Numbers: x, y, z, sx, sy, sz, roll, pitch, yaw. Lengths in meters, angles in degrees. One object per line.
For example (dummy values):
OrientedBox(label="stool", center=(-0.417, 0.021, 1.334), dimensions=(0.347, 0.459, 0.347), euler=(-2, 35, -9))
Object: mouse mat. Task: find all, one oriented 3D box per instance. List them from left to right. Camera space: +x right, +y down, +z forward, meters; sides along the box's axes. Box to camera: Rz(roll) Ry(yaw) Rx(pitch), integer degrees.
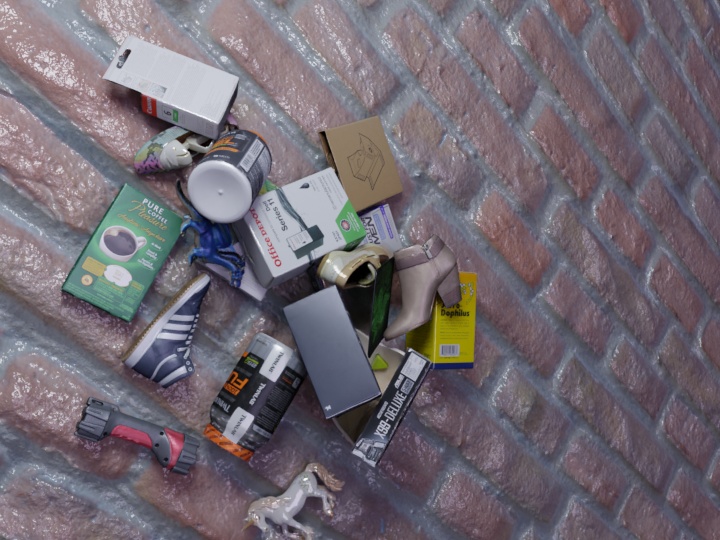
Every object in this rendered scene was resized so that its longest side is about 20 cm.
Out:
OrientedBox(label="mouse mat", center=(0.041, 0.063, 1.142), dimensions=(0.007, 0.200, 0.164), euler=(7, 100, 12))

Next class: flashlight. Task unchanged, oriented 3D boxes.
OrientedBox(label="flashlight", center=(-0.374, 0.284, 1.017), dimensions=(0.198, 0.068, 0.068), euler=(26, 108, -25))

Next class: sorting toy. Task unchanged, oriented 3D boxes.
OrientedBox(label="sorting toy", center=(-0.010, 0.210, 1.202), dimensions=(0.180, 0.107, 0.200), euler=(45, 78, -10))

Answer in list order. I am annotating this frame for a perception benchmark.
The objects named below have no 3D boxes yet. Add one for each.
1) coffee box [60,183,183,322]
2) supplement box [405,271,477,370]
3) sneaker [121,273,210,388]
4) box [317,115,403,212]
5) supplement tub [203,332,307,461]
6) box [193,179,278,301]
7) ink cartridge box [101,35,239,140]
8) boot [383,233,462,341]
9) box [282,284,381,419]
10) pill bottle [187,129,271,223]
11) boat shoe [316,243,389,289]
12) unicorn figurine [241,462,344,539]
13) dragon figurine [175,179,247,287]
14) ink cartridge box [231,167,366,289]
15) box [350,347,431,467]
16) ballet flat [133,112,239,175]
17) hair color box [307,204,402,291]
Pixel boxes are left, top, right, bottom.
OrientedBox(label="coffee box", center=(-0.393, -0.029, 1.015), dimensions=(0.122, 0.044, 0.202), euler=(31, 76, -26))
OrientedBox(label="supplement box", center=(0.170, 0.102, 1.286), dimensions=(0.108, 0.108, 0.204), euler=(3, 89, -29))
OrientedBox(label="sneaker", center=(-0.304, 0.109, 1.048), dimensions=(0.108, 0.070, 0.201), euler=(43, 78, -17))
OrientedBox(label="box", center=(0.005, -0.212, 1.197), dimensions=(0.199, 0.021, 0.166), euler=(-30, 105, -51))
OrientedBox(label="supplement tub", center=(-0.187, 0.226, 1.085), dimensions=(0.122, 0.122, 0.202), euler=(38, 73, -23))
OrientedBox(label="box", center=(-0.197, -0.065, 1.126), dimensions=(0.144, 0.036, 0.202), euler=(35, 73, -24))
OrientedBox(label="ink cartridge box", center=(-0.317, -0.310, 1.025), dimensions=(0.197, 0.050, 0.110), euler=(20, 61, -7))
OrientedBox(label="boot", center=(0.103, 0.028, 1.180), dimensions=(0.198, 0.070, 0.148), euler=(-29, 98, -10))
OrientedBox(label="box", center=(-0.044, 0.151, 1.082), dimensions=(0.103, 0.182, 0.202), euler=(-24, 78, -2))
OrientedBox(label="pill bottle", center=(-0.208, -0.169, 1.010), dimensions=(0.104, 0.201, 0.108), euler=(2, 121, 4))
OrientedBox(label="boat shoe", center=(0.000, 0.000, 1.109), dimensions=(0.199, 0.066, 0.075), euler=(-16, 137, -54))
OrientedBox(label="unicorn figurine", center=(-0.130, 0.453, 1.154), dimensions=(0.138, 0.074, 0.200), euler=(48, 55, -11))
OrientedBox(label="dragon figurine", center=(-0.250, -0.066, 1.024), dimensions=(0.098, 0.059, 0.203), euler=(-11, 110, -9))
OrientedBox(label="ink cartridge box", center=(-0.112, -0.076, 1.087), dimensions=(0.198, 0.083, 0.148), euler=(-27, 84, -25))
OrientedBox(label="box", center=(0.059, 0.245, 1.081), dimensions=(0.049, 0.158, 0.202), euler=(28, 80, 11))
OrientedBox(label="ballet flat", center=(-0.295, -0.219, 1.047), dimensions=(0.199, 0.071, 0.070), euler=(-39, 152, -26))
OrientedBox(label="hair color box", center=(-0.018, -0.046, 1.210), dimensions=(0.198, 0.065, 0.111), euler=(-27, 104, -24))
